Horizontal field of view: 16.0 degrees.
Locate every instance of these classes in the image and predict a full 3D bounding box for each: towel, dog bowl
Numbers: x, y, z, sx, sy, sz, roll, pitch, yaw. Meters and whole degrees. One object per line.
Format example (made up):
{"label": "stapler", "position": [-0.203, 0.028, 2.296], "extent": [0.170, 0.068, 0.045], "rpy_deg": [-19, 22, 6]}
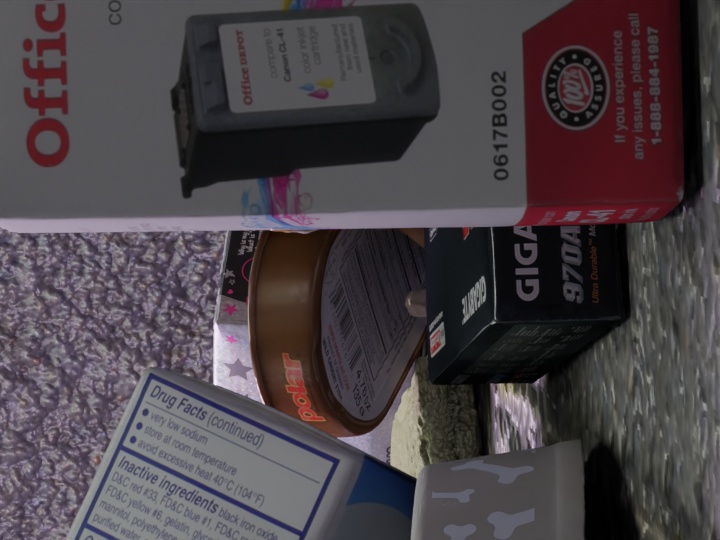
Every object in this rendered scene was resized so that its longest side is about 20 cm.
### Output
{"label": "towel", "position": [0.039, 0.143, 1.263], "extent": [0.149, 0.036, 0.201], "rpy_deg": [102, 168, -69]}
{"label": "dog bowl", "position": [0.043, 0.157, 0.886], "extent": [0.200, 0.058, 0.202], "rpy_deg": [3, -90, -88]}

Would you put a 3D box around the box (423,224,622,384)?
{"label": "box", "position": [0.053, -0.047, 0.931], "extent": [0.200, 0.046, 0.160], "rpy_deg": [119, 149, -81]}

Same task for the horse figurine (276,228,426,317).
{"label": "horse figurine", "position": [-0.009, -0.072, 1.176], "extent": [0.050, 0.132, 0.201], "rpy_deg": [-44, 53, 42]}

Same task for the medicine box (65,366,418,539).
{"label": "medicine box", "position": [-0.043, 0.162, 0.992], "extent": [0.201, 0.102, 0.182], "rpy_deg": [-65, -29, -5]}

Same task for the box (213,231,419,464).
{"label": "box", "position": [-0.023, 0.059, 1.433], "extent": [0.133, 0.114, 0.201], "rpy_deg": [-83, -4, -46]}

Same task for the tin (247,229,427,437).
{"label": "tin", "position": [0.000, 0.000, 1.235], "extent": [0.200, 0.042, 0.113], "rpy_deg": [-61, -34, -50]}

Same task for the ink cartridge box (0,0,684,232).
{"label": "ink cartridge box", "position": [-0.010, -0.085, 0.745], "extent": [0.086, 0.198, 0.149], "rpy_deg": [166, 102, -86]}
